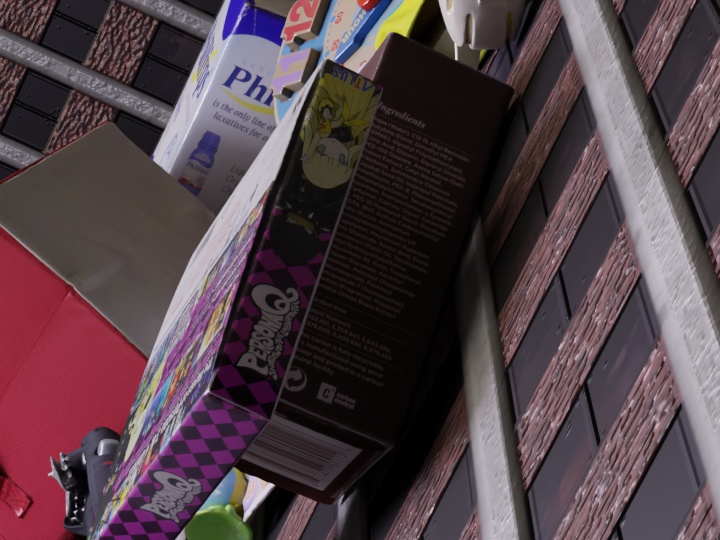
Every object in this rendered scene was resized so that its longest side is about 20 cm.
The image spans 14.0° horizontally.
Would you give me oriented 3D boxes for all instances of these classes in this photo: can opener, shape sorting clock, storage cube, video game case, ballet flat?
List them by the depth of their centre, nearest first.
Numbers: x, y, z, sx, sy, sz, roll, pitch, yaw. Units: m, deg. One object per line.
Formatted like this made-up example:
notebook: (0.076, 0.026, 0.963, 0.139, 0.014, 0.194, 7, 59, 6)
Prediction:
video game case: (-0.060, 0.027, 1.328, 0.200, 0.036, 0.182, -52, 16, 56)
ballet flat: (0.055, -0.133, 1.492, 0.200, 0.066, 0.067, 124, 146, -62)
can opener: (-0.136, 0.130, 1.638, 0.200, 0.078, 0.064, -116, 17, -81)
shape sorting clock: (0.013, -0.154, 1.689, 0.200, 0.039, 0.201, -43, 32, 35)
storage cube: (-0.177, 0.046, 1.828, 0.180, 0.171, 0.200, -54, -10, 31)

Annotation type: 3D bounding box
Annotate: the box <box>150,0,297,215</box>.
box: (-0.072, -0.093, 1.995, 0.201, 0.105, 0.184, -63, 9, 14)

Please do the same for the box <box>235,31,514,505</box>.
box: (0.000, 0.000, 1.395, 0.100, 0.075, 0.201, 131, 160, -63)

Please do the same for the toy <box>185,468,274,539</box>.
toy: (-0.077, 0.068, 1.630, 0.201, 0.047, 0.115, -89, 25, -43)
